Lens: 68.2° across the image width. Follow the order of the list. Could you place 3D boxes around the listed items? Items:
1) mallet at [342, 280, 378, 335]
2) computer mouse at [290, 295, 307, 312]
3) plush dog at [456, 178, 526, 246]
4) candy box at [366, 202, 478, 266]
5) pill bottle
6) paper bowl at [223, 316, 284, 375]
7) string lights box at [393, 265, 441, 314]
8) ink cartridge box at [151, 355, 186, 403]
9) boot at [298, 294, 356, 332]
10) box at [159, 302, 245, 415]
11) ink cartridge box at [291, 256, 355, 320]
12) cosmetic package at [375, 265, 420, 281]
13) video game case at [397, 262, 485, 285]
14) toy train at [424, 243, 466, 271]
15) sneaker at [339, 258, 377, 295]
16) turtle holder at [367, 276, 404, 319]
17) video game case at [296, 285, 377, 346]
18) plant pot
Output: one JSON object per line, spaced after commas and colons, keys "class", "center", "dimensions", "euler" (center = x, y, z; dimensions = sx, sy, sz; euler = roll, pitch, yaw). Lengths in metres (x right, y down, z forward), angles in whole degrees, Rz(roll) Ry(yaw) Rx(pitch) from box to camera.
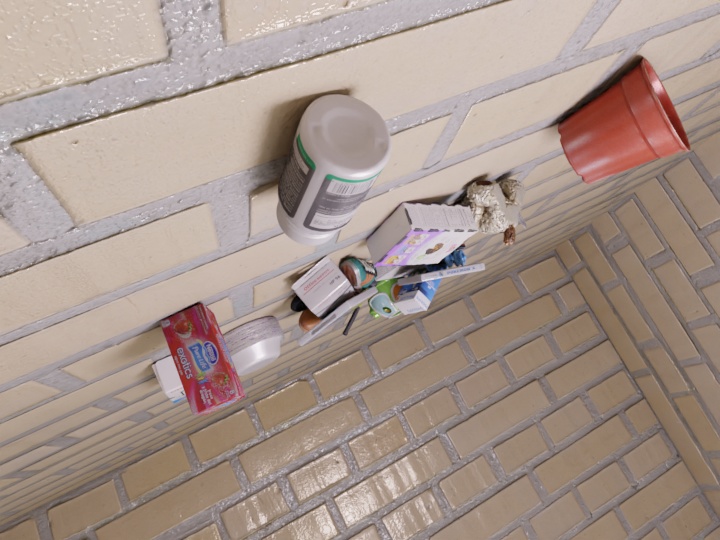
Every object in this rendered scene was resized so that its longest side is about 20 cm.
{"class": "mallet", "center": [-0.001, 0.097, 1.562], "dimensions": [0.201, 0.041, 0.066], "euler": [-63, -178, -28]}
{"class": "computer mouse", "center": [-0.103, 0.050, 1.417], "dimensions": [0.199, 0.034, 0.059], "euler": [-28, 146, -24]}
{"class": "plush dog", "center": [0.299, -0.138, 1.316], "dimensions": [0.199, 0.163, 0.171], "euler": [-13, -173, -43]}
{"class": "candy box", "center": [0.141, -0.080, 1.224], "dimensions": [0.198, 0.072, 0.168], "euler": [-3, 155, -33]}
{"class": "pill bottle", "center": [-0.045, -0.118, 0.686], "dimensions": [0.112, 0.114, 0.200], "euler": [-21, 166, -28]}
{"class": "paper bowl", "center": [-0.303, 0.218, 1.474], "dimensions": [0.199, 0.105, 0.201], "euler": [-26, 168, -6]}
{"class": "string lights box", "center": [0.188, 0.034, 1.609], "dimensions": [0.102, 0.059, 0.201], "euler": [-20, -147, 53]}
{"class": "ink cartridge box", "center": [-0.453, 0.272, 1.407], "dimensions": [0.145, 0.085, 0.200], "euler": [-24, 167, -19]}
{"class": "boot", "center": [-0.076, 0.097, 1.511], "dimensions": [0.199, 0.077, 0.155], "euler": [-26, 174, -32]}
{"class": "box", "center": [-0.317, 0.181, 1.076], "dimensions": [0.095, 0.202, 0.100], "euler": [-23, 167, -8]}
{"class": "ink cartridge box", "center": [-0.086, 0.047, 1.284], "dimensions": [0.116, 0.068, 0.200], "euler": [-41, 166, -4]}
{"class": "cosmetic package", "center": [0.113, -0.019, 1.542], "dimensions": [0.082, 0.051, 0.199], "euler": [-33, 167, 29]}
{"class": "video game case", "center": [0.214, 0.011, 1.451], "dimensions": [0.180, 0.022, 0.200], "euler": [-10, 178, -14]}
{"class": "toy train", "center": [0.232, -0.062, 1.474], "dimensions": [0.086, 0.116, 0.199], "euler": [-12, 178, 30]}
{"class": "sneaker", "center": [0.000, 0.000, 1.362], "dimensions": [0.080, 0.071, 0.200], "euler": [-41, 167, -9]}
{"class": "turtle holder", "center": [0.078, 0.086, 1.690], "dimensions": [0.185, 0.133, 0.141], "euler": [-33, 167, 21]}
{"class": "video game case", "center": [-0.057, 0.115, 1.389], "dimensions": [0.182, 0.023, 0.200], "euler": [-38, 174, 22]}
{"class": "plant pot", "center": [0.529, -0.288, 1.093], "dimensions": [0.194, 0.203, 0.200], "euler": [-27, 170, 38]}
